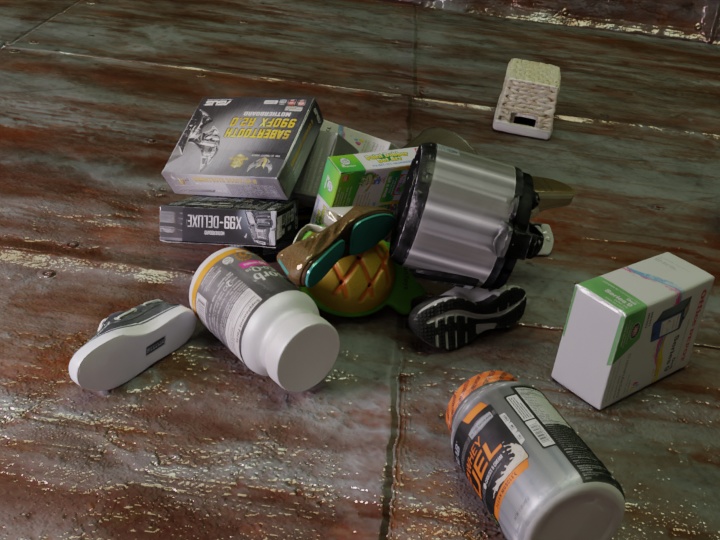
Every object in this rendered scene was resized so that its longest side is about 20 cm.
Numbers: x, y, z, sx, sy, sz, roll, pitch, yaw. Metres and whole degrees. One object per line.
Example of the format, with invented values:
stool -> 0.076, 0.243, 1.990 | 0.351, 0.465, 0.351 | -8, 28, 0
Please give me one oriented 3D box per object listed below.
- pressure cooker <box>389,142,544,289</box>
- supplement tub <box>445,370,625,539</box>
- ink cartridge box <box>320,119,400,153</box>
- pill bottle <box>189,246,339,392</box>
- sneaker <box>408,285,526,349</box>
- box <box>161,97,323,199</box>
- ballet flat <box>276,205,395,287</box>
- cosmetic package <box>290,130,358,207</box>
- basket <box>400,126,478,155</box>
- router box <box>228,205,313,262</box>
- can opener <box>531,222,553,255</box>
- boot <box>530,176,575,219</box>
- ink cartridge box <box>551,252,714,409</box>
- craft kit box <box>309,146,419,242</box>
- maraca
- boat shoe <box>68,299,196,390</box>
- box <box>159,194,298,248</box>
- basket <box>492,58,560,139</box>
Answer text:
pressure cooker -> 0.151, -0.068, 1.241 | 0.198, 0.179, 0.177 | 15, 57, -5
supplement tub -> 0.172, 0.200, 0.954 | 0.121, 0.124, 0.200 | -4, 30, -20
ink cartridge box -> -0.038, -0.169, 1.461 | 0.199, 0.117, 0.067 | 23, 3, 29
pill bottle -> -0.121, 0.060, 1.149 | 0.116, 0.118, 0.199 | -16, 36, -36
sneaker -> 0.139, 0.057, 1.280 | 0.198, 0.075, 0.080 | -9, 21, -37
box -> -0.171, -0.182, 1.341 | 0.198, 0.049, 0.159 | 5, 55, 25
ballet flat -> -0.036, -0.044, 1.200 | 0.072, 0.068, 0.200 | 32, 46, 23
cosmetic package -> -0.114, -0.163, 1.411 | 0.198, 0.108, 0.090 | 11, -8, 26
basket -> 0.097, -0.137, 1.551 | 0.180, 0.136, 0.199 | 47, 48, 15
router box -> -0.124, -0.078, 1.469 | 0.198, 0.053, 0.157 | -9, 32, -27
can opener -> 0.227, -0.052, 1.521 | 0.198, 0.053, 0.066 | 1, -6, -15
boot -> 0.229, -0.059, 1.407 | 0.198, 0.156, 0.072 | -7, 24, -12
ink cartridge box -> 0.359, 0.074, 1.203 | 0.199, 0.147, 0.087 | -17, 37, -37
craft kit box -> 0.021, -0.087, 1.365 | 0.196, 0.201, 0.049 | -13, 49, -33
maraca -> 0.000, 0.000, 1.294 | 0.198, 0.139, 0.107 | 6, -16, -20
boat shoe -> -0.288, 0.082, 1.118 | 0.067, 0.072, 0.200 | 23, 29, 23
box -> -0.177, -0.073, 1.277 | 0.156, 0.050, 0.200 | 3, 10, 3
basket -> 0.384, -0.398, 2.100 | 0.134, 0.125, 0.200 | 12, 28, 6
